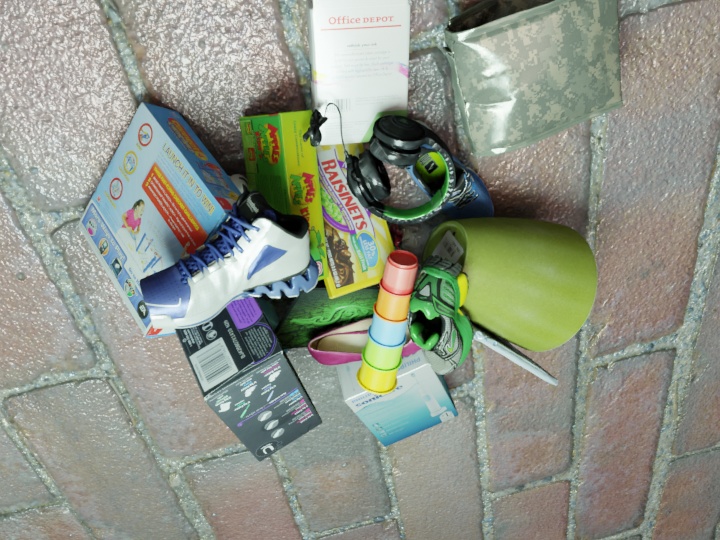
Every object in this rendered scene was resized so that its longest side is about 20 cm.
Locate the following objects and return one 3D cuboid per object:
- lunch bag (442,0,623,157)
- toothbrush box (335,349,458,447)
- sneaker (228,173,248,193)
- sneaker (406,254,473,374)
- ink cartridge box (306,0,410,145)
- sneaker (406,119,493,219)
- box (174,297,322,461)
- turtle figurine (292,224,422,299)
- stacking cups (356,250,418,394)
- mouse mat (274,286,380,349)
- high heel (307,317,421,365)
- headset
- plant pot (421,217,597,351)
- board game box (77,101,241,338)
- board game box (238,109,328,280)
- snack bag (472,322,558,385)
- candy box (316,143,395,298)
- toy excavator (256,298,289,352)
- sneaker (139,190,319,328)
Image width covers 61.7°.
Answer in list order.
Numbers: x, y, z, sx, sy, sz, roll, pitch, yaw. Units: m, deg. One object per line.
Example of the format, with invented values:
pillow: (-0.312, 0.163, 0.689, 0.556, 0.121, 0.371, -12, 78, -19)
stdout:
lunch bag: (0.201, -0.250, 0.732, 0.197, 0.118, 0.165, -22, 126, -1)
toothbrush box: (0.063, 0.194, 0.995, 0.145, 0.086, 0.201, -25, 140, 7)
sneaker: (-0.220, -0.044, 0.828, 0.114, 0.076, 0.203, 10, 111, -11)
sneaker: (0.090, 0.073, 0.764, 0.077, 0.086, 0.201, 20, 147, 29)
ink cartridge box: (-0.003, -0.260, 0.717, 0.115, 0.068, 0.202, -5, 125, -7)
sneaker: (0.119, -0.113, 0.822, 0.078, 0.090, 0.199, -42, 126, 19)
box: (-0.140, 0.138, 0.781, 0.105, 0.123, 0.201, -29, 142, -9)
turtle figurine: (0.000, 0.000, 0.875, 0.197, 0.102, 0.150, -12, 157, -18)
stacking cups: (0.041, 0.067, 0.789, 0.059, 0.061, 0.202, 4, 121, -13)
mouse mat: (-0.024, 0.070, 0.869, 0.197, 0.008, 0.161, 0, 144, -31)
high heel: (0.024, 0.089, 0.857, 0.197, 0.068, 0.096, -14, 162, 15)
headset: (0.024, -0.126, 0.718, 0.199, 0.095, 0.124, 31, 122, -18)
plant pot: (0.187, 0.001, 0.833, 0.198, 0.188, 0.188, 16, 120, -31)
board game box: (-0.242, -0.061, 0.735, 0.196, 0.201, 0.056, -50, 155, 23)
board game box: (-0.096, -0.091, 0.752, 0.047, 0.101, 0.203, -16, 108, -37)
snack bag: (0.191, 0.101, 0.920, 0.187, 0.200, 0.022, 32, 95, -27)
candy box: (-0.021, -0.075, 0.784, 0.101, 0.026, 0.203, -17, 88, -16)
toy excavator: (-0.127, 0.091, 0.921, 0.194, 0.100, 0.200, 37, 102, -30)
sneaker: (-0.135, -0.023, 0.633, 0.197, 0.081, 0.116, -16, 131, -26)
